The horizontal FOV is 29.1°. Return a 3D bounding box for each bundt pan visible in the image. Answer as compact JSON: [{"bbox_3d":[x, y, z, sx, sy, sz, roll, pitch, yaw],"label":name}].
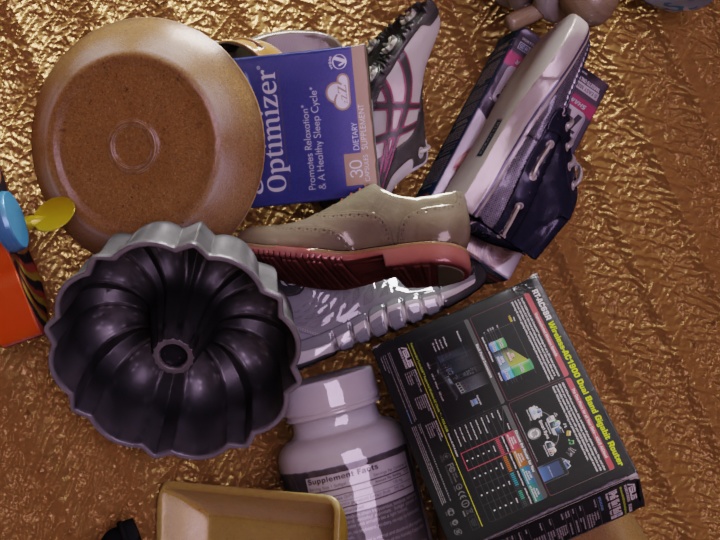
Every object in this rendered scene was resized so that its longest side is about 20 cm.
[{"bbox_3d":[-0.140,0.047,1.088,0.199,0.076,0.204,2,121,3],"label":"bundt pan"}]

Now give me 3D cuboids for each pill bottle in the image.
[{"bbox_3d":[-0.005,0.184,1.133,0.109,0.111,0.203,-13,89,-16],"label":"pill bottle"}]

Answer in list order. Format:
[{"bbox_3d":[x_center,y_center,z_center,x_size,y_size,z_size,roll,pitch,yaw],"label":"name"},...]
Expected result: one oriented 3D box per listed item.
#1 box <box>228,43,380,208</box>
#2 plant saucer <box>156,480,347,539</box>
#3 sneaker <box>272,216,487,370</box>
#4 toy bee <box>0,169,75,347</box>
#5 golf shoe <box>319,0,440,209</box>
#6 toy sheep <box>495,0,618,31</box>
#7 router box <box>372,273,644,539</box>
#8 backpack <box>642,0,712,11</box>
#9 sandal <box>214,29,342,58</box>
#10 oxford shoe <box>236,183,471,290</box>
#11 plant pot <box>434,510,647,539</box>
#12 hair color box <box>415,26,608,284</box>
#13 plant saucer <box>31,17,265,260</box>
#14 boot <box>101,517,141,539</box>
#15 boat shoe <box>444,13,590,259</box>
[{"bbox_3d":[-0.087,-0.111,1.123,0.197,0.032,0.123,-6,96,4],"label":"box"},{"bbox_3d":[-0.079,0.270,1.088,0.048,0.198,0.203,5,84,-50],"label":"plant saucer"},{"bbox_3d":[0.000,0.000,1.159,0.198,0.075,0.117,-22,87,-6],"label":"sneaker"},{"bbox_3d":[-0.287,-0.049,1.084,0.129,0.109,0.202,1,115,-5],"label":"toy bee"},{"bbox_3d":[0.025,-0.134,1.190,0.088,0.077,0.202,29,88,-19],"label":"golf shoe"},{"bbox_3d":[0.154,-0.284,1.203,0.137,0.138,0.201,-28,64,-15],"label":"toy sheep"},{"bbox_3d":[0.111,0.119,1.078,0.148,0.062,0.201,-23,53,2],"label":"router box"},{"bbox_3d":[0.294,-0.336,1.250,0.161,0.154,0.202,8,63,-20],"label":"backpack"},{"bbox_3d":[-0.104,-0.165,1.160,0.197,0.054,0.081,-2,85,-15],"label":"sandal"},{"bbox_3d":[-0.007,-0.029,1.103,0.197,0.071,0.076,1,71,13],"label":"oxford shoe"},{"bbox_3d":[0.137,0.203,1.150,0.184,0.187,0.202,-15,72,-16],"label":"plant pot"},{"bbox_3d":[0.126,-0.100,1.217,0.099,0.060,0.202,30,79,-11],"label":"hair color box"},{"bbox_3d":[-0.175,-0.099,1.099,0.197,0.035,0.203,1,97,11],"label":"plant saucer"},{"bbox_3d":[-0.235,0.306,1.077,0.166,0.076,0.203,-8,81,-11],"label":"boot"},{"bbox_3d":[0.153,-0.106,1.155,0.092,0.075,0.201,32,93,-16],"label":"boat shoe"}]
